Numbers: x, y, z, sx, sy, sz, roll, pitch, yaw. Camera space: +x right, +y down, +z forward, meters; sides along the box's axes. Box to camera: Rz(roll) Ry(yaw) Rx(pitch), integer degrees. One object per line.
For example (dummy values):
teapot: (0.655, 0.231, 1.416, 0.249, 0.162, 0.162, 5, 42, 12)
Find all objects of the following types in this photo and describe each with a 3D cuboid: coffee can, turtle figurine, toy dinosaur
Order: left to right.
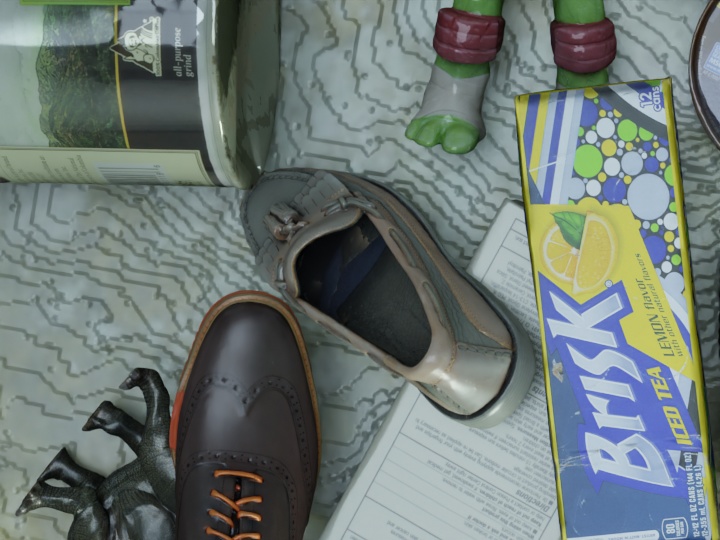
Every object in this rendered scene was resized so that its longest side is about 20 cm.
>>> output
coffee can: (-0.148, -0.112, 1.096, 0.200, 0.146, 0.147, 1, 90, 9)
toy dinosaur: (-0.097, 0.110, 1.132, 0.102, 0.077, 0.200, 41, 90, -5)
turtle figurine: (0.081, -0.141, 1.046, 0.144, 0.200, 0.194, -8, 113, -31)

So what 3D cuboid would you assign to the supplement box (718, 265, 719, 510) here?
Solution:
supplement box: (0.259, 0.049, 1.032, 0.200, 0.110, 0.086, 0, 128, 8)

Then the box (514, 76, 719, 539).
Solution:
box: (0.112, 0.021, 1.021, 0.070, 0.064, 0.200, -6, 88, 7)

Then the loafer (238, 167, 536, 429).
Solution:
loafer: (0.000, 0.000, 1.063, 0.200, 0.063, 0.072, 39, 101, 43)

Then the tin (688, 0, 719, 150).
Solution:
tin: (0.248, -0.073, 1.086, 0.200, 0.042, 0.112, 29, 98, 8)

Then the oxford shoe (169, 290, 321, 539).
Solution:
oxford shoe: (-0.052, 0.110, 1.061, 0.071, 0.073, 0.201, 2, 95, -6)

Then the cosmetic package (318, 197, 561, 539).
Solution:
cosmetic package: (0.067, 0.077, 1.095, 0.103, 0.073, 0.200, 30, 94, 8)
